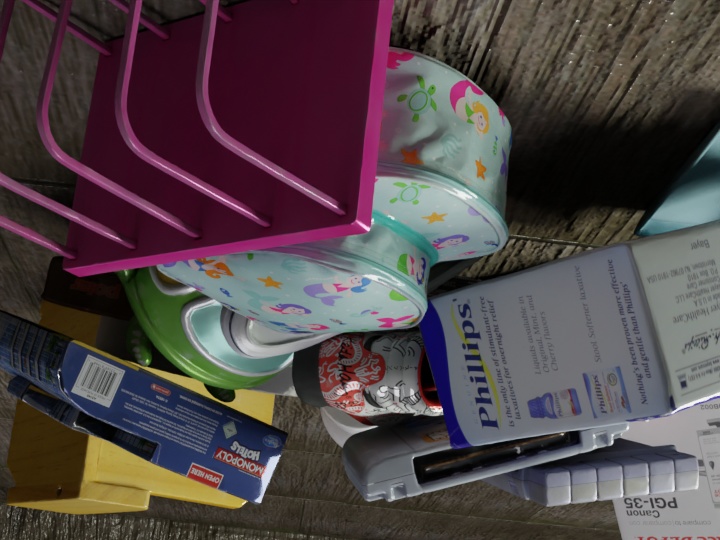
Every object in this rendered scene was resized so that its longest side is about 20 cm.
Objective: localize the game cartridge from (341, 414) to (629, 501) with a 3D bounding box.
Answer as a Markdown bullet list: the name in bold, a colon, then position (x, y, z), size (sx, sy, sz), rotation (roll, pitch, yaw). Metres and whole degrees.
- **game cartridge**: position (0.088, 0.127, 1.044), size (0.199, 0.042, 0.133), rotation (-13, -172, -8)

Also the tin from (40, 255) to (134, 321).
- **tin**: position (-0.185, 0.017, 1.120), size (0.112, 0.042, 0.200), rotation (9, 180, 8)

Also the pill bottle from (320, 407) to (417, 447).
- **pill bottle**: position (0.025, 0.137, 1.386), size (0.119, 0.120, 0.200), rotation (1, 161, 15)

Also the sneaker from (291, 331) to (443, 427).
- **sneaker**: position (0.042, 0.081, 1.010), size (0.108, 0.068, 0.201), rotation (-1, 171, 26)

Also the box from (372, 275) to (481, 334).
- **box**: position (0.039, 0.047, 1.135), size (0.199, 0.044, 0.160), rotation (7, 158, 35)

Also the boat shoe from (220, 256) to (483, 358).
- **boat shoe**: position (0.000, 0.000, 0.919), size (0.200, 0.074, 0.067), rotation (-31, -157, -8)

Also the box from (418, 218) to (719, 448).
- **box**: position (0.172, 0.036, 0.892), size (0.184, 0.105, 0.200), rotation (-12, 176, -37)

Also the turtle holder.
- **turtle holder**: position (-0.099, -0.005, 0.999), size (0.132, 0.141, 0.186), rotation (-31, 102, 39)

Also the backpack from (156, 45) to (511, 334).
- **backpack**: position (-0.015, -0.047, 0.798), size (0.199, 0.151, 0.177), rotation (-10, 156, 28)

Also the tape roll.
- **tape roll**: position (-0.123, 0.067, 1.167), size (0.202, 0.037, 0.203), rotation (13, -179, 0)

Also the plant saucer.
- **plant saucer**: position (0.235, -0.058, 0.886), size (0.070, 0.019, 0.200), rotation (6, 163, -3)

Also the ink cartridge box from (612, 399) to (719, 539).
- **ink cartridge box**: position (0.290, 0.149, 1.207), size (0.146, 0.201, 0.083), rotation (-8, -166, 34)

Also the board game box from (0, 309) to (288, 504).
- **board game box**: position (-0.192, 0.099, 1.061), size (0.200, 0.062, 0.200), rotation (29, 170, -34)

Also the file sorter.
- **file sorter**: position (-0.104, -0.092, 0.681), size (0.199, 0.139, 0.125), rotation (-8, 157, 35)

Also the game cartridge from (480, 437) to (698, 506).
- **game cartridge**: position (0.162, 0.150, 1.091), size (0.129, 0.039, 0.200), rotation (1, 180, -15)

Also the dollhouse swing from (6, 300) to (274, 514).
- **dollhouse swing**: position (-0.205, 0.133, 1.310), size (0.176, 0.201, 0.181), rotation (20, 157, -40)
